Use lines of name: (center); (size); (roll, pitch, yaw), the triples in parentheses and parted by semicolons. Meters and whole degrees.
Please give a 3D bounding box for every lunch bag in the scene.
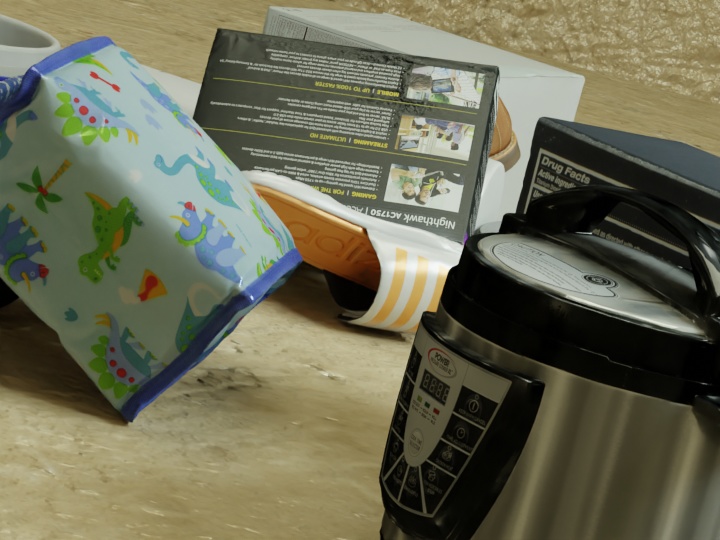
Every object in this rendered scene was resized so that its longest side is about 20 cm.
lunch bag: (-0.121, -0.033, 1.357); (0.170, 0.127, 0.200); (47, 22, -2)

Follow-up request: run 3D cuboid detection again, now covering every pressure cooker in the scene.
pressure cooker: (0.108, 0.063, 1.144); (0.175, 0.202, 0.179); (18, 13, 12)

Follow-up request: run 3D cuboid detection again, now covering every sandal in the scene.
sandal: (-0.003, 0.004, 1.611); (0.205, 0.060, 0.079); (21, -34, -11)

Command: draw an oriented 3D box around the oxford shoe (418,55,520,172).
oxford shoe: (0.029, -0.131, 1.841); (0.199, 0.072, 0.071); (17, 47, 32)

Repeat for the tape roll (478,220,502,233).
tape roll: (0.169, 0.027, 1.718); (0.199, 0.067, 0.200); (14, 13, -3)

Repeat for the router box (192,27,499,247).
router box: (-0.016, -0.079, 1.683); (0.198, 0.150, 0.051); (9, -33, 7)

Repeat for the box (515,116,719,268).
box: (0.169, 0.047, 1.298); (0.123, 0.200, 0.199); (4, 16, -41)

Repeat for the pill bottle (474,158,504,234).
pill bottle: (-0.006, -0.060, 1.777); (0.199, 0.121, 0.120); (18, 12, 13)

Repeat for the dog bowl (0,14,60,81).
dog bowl: (-0.335, -0.160, 1.933); (0.198, 0.079, 0.200); (14, 11, -3)

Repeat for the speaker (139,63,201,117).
speaker: (-0.102, -0.095, 1.913); (0.199, 0.082, 0.081); (19, 12, 19)

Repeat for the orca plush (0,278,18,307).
orca plush: (-0.194, 0.002, 1.462); (0.105, 0.071, 0.200); (-30, 2, 4)

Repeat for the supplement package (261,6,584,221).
supplement package: (0.038, -0.113, 2.003); (0.199, 0.148, 0.191); (21, 14, 27)

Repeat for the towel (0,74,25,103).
towel: (-0.237, -0.039, 1.349); (0.024, 0.145, 0.200); (40, 16, 0)
